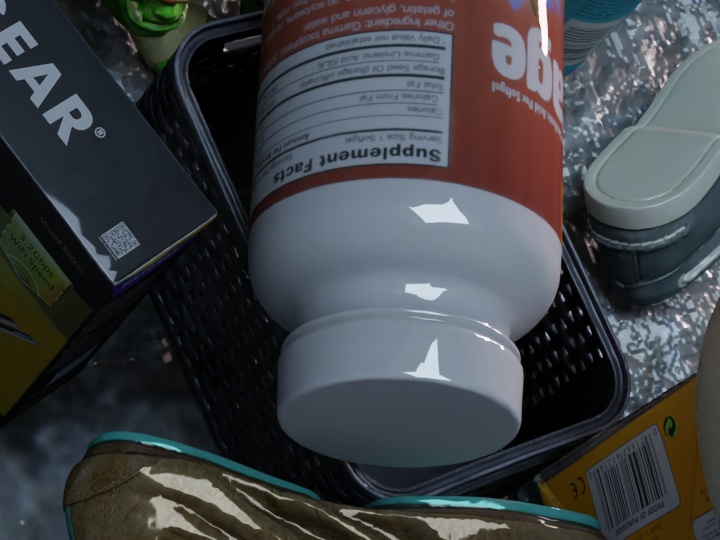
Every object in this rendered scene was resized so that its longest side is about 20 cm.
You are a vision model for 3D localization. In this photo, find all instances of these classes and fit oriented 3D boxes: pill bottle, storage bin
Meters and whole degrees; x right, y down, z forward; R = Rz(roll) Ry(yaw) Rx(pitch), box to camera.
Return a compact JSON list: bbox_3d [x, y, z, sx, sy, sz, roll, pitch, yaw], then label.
[{"bbox_3d":[0.017,-0.038,0.870,0.112,0.112,0.201,12,64,-20],"label":"pill bottle"},{"bbox_3d":[0.000,0.000,0.966,0.135,0.094,0.201,-18,77,-31],"label":"storage bin"}]

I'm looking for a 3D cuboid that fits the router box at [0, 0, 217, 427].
[{"bbox_3d":[-0.154,-0.055,0.879,0.052,0.157,0.200,-35,85,-33],"label":"router box"}]

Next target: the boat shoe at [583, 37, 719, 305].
[{"bbox_3d":[0.167,-0.053,1.101,0.200,0.073,0.062,-39,131,-40],"label":"boat shoe"}]

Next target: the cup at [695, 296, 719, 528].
[{"bbox_3d":[0.232,0.045,0.805,0.199,0.143,0.201,14,60,-24],"label":"cup"}]

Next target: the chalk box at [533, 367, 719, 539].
[{"bbox_3d":[0.188,0.111,0.913,0.199,0.125,0.125,0,67,-30],"label":"chalk box"}]

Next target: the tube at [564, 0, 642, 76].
[{"bbox_3d":[0.120,-0.146,1.023,0.077,0.200,0.051,-34,85,-34],"label":"tube"}]

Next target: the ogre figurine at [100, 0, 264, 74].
[{"bbox_3d":[-0.097,-0.131,0.961,0.199,0.120,0.099,18,62,-17],"label":"ogre figurine"}]

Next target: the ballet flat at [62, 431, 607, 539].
[{"bbox_3d":[-0.008,0.109,0.849,0.199,0.068,0.073,12,66,-17],"label":"ballet flat"}]
